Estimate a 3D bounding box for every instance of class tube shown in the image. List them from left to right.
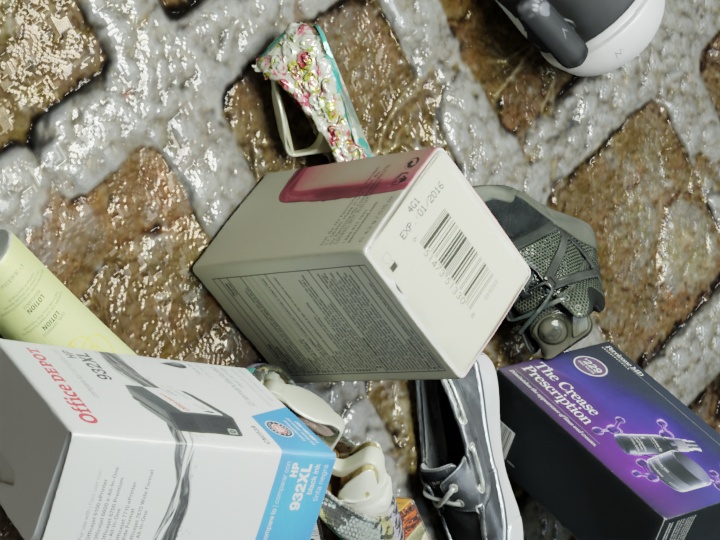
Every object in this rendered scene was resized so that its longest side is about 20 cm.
[{"bbox_3d":[-0.196,0.056,1.419,0.200,0.058,0.052,52,22,-31],"label":"tube"}]

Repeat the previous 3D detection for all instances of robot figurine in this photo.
[{"bbox_3d":[0.163,-0.251,1.699,0.151,0.125,0.200,-50,119,-11],"label":"robot figurine"}]

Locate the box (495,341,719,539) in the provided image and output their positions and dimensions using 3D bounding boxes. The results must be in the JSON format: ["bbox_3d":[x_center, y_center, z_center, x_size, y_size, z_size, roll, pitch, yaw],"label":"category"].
[{"bbox_3d":[0.209,0.152,1.660,0.140,0.200,0.079,-8,128,-42],"label":"box"}]

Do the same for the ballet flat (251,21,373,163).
[{"bbox_3d":[-0.023,-0.091,1.575,0.064,0.076,0.201,-27,103,-6],"label":"ballet flat"}]

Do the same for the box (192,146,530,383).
[{"bbox_3d":[0.000,0.000,1.490,0.128,0.199,0.109,52,57,-26],"label":"box"}]

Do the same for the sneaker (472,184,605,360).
[{"bbox_3d":[0.127,0.001,1.663,0.199,0.076,0.115,20,46,-42],"label":"sneaker"}]

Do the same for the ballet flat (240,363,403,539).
[{"bbox_3d":[-0.024,0.139,1.525,0.200,0.072,0.072,43,61,-20],"label":"ballet flat"}]

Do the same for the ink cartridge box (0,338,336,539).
[{"bbox_3d":[-0.140,0.119,1.364,0.199,0.145,0.084,9,108,-34],"label":"ink cartridge box"}]

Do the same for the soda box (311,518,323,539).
[{"bbox_3d":[-0.120,0.198,1.450,0.199,0.071,0.064,8,57,-40],"label":"soda box"}]

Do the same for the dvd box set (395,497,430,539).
[{"bbox_3d":[-0.004,0.288,1.581,0.200,0.029,0.147,-36,110,-37],"label":"dvd box set"}]

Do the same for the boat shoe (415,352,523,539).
[{"bbox_3d":[0.078,0.163,1.632,0.067,0.071,0.202,-3,87,-43],"label":"boat shoe"}]
